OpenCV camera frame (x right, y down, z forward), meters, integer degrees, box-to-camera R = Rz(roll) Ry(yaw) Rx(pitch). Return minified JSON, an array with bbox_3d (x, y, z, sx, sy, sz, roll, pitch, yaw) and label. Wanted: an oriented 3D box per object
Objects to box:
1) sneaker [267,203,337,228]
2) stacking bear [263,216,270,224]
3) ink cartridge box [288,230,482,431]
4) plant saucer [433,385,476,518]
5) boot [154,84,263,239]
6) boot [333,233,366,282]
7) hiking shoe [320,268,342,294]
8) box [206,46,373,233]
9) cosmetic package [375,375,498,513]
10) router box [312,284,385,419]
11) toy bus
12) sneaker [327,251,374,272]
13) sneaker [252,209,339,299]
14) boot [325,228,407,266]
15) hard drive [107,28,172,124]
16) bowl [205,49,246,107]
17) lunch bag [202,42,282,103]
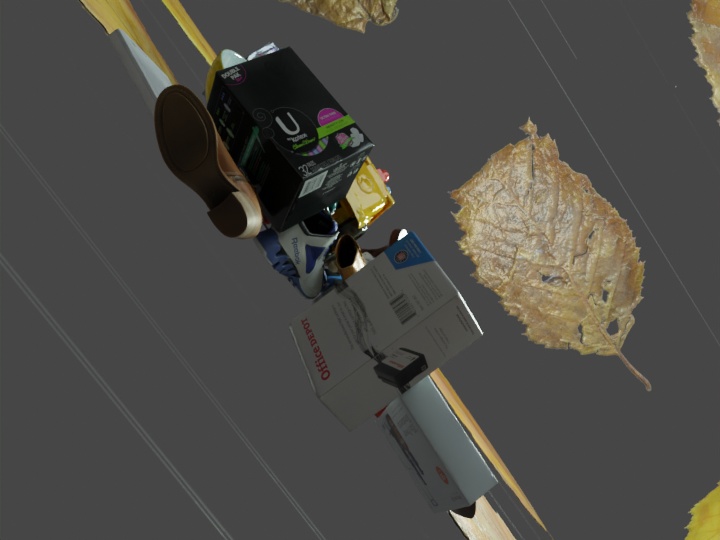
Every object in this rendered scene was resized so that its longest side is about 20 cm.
[{"bbox_3d":[-0.083,-0.108,1.141,0.091,0.202,0.077,44,32,21],"label":"sneaker"},{"bbox_3d":[-0.169,-0.163,1.114,0.122,0.111,0.203,61,8,-48],"label":"stacking bear"},{"bbox_3d":[0.026,0.071,0.859,0.084,0.198,0.146,52,4,-38],"label":"ink cartridge box"},{"bbox_3d":[0.123,0.278,1.077,0.200,0.031,0.206,165,-89,-80],"label":"plant saucer"},{"bbox_3d":[-0.183,-0.135,0.910,0.203,0.076,0.155,57,5,-6],"label":"boot"},{"bbox_3d":[-0.001,0.000,1.186,0.202,0.069,0.147,-99,168,-65],"label":"boot"},{"bbox_3d":[-0.027,0.039,1.358,0.088,0.074,0.200,56,4,13],"label":"hiking shoe"},{"bbox_3d":[-0.108,-0.189,1.009,0.201,0.147,0.125,50,-39,12],"label":"box"},{"bbox_3d":[0.090,0.231,0.916,0.152,0.051,0.201,54,-18,14],"label":"cosmetic package"},{"bbox_3d":[0.008,0.143,1.117,0.181,0.048,0.201,53,5,-29],"label":"router box"},{"bbox_3d":[-0.031,-0.115,1.280,0.190,0.199,0.138,-30,84,-43],"label":"toy bus"},{"bbox_3d":[0.028,0.002,1.442,0.076,0.194,0.090,98,-1,-63],"label":"sneaker"},{"bbox_3d":[-0.075,-0.033,1.098,0.081,0.114,0.199,56,4,26],"label":"sneaker"},{"bbox_3d":[0.005,-0.049,1.529,0.196,0.069,0.190,26,-33,16],"label":"boot"},{"bbox_3d":[-0.275,-0.233,0.997,0.202,0.026,0.132,57,4,25],"label":"hard drive"},{"bbox_3d":[-0.236,-0.307,1.363,0.201,0.106,0.202,49,20,-24],"label":"bowl"},{"bbox_3d":[-0.210,-0.362,1.503,0.171,0.198,0.127,54,-5,-7],"label":"lunch bag"}]
